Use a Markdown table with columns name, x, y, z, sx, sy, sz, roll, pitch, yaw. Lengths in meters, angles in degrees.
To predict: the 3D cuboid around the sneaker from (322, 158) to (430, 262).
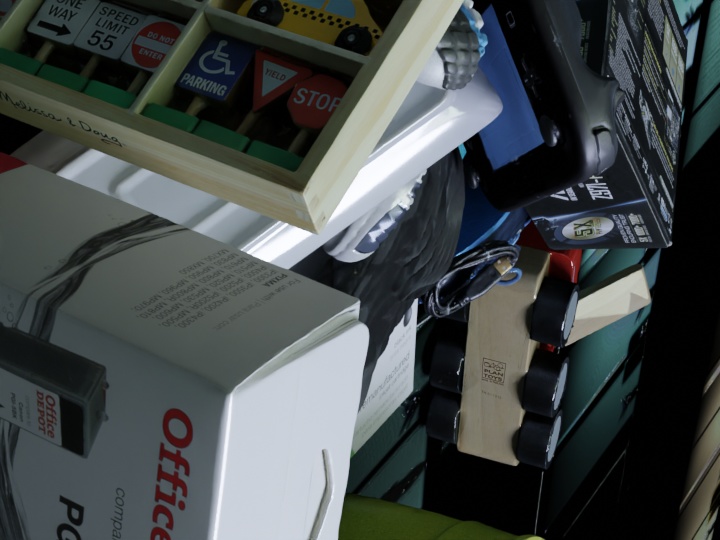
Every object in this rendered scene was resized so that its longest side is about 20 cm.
| name | x | y | z | sx | sy | sz | roll | pitch | yaw |
| --- | --- | --- | --- | --- | --- | --- | --- | --- | --- |
| sneaker | -0.032 | -0.110 | 0.720 | 0.079 | 0.129 | 0.201 | -21 | -123 | 63 |

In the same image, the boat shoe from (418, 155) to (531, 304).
| name | x | y | z | sx | sy | sz | roll | pitch | yaw |
| --- | --- | --- | --- | --- | --- | --- | --- | --- | --- |
| boat shoe | 0.086 | -0.027 | 1.070 | 0.200 | 0.084 | 0.069 | -42 | 133 | -42 |

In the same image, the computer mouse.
| name | x | y | z | sx | sy | sz | roll | pitch | yaw |
| --- | --- | --- | --- | --- | --- | --- | --- | --- | --- |
| computer mouse | 0.024 | 0.055 | 0.982 | 0.200 | 0.034 | 0.059 | -43 | 144 | -1 |

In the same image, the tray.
| name | x | y | z | sx | sy | sz | roll | pitch | yaw |
| --- | --- | --- | --- | --- | --- | --- | --- | --- | --- |
| tray | -0.046 | -0.054 | 0.667 | 0.200 | 0.108 | 0.022 | -36 | -175 | -5 |

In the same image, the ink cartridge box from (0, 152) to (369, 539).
| name | x | y | z | sx | sy | sz | roll | pitch | yaw |
| --- | --- | --- | --- | --- | --- | --- | --- | --- | --- |
| ink cartridge box | -0.109 | 0.054 | 0.587 | 0.083 | 0.199 | 0.148 | -31 | 135 | -53 |

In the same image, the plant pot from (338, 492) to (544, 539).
| name | x | y | z | sx | sy | sz | roll | pitch | yaw |
| --- | --- | --- | --- | --- | --- | --- | --- | --- | --- |
| plant pot | -0.022 | 0.205 | 0.898 | 0.200 | 0.192 | 0.201 | -44 | 145 | -42 |

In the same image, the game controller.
| name | x | y | z | sx | sy | sz | roll | pitch | yaw |
| --- | --- | --- | --- | --- | --- | --- | --- | --- | --- |
| game controller | 0.067 | -0.083 | 0.727 | 0.042 | 0.105 | 0.200 | -30 | -179 | -8 |

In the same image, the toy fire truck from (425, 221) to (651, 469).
| name | x | y | z | sx | sy | sz | roll | pitch | yaw |
| --- | --- | --- | --- | --- | --- | --- | --- | --- | --- |
| toy fire truck | 0.142 | 0.028 | 1.212 | 0.200 | 0.128 | 0.177 | -58 | 156 | -50 |

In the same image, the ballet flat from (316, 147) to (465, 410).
| name | x | y | z | sx | sy | sz | roll | pitch | yaw |
| --- | --- | --- | --- | --- | --- | --- | --- | --- | --- |
| ballet flat | 0.000 | 0.000 | 0.771 | 0.200 | 0.056 | 0.067 | -57 | 135 | -39 |

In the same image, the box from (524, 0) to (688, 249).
| name | x | y | z | sx | sy | sz | roll | pitch | yaw |
| --- | --- | --- | --- | --- | --- | --- | --- | --- | --- |
| box | 0.142 | -0.129 | 1.020 | 0.200 | 0.086 | 0.165 | 49 | 46 | -57 |

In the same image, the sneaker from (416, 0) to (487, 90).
| name | x | y | z | sx | sy | sz | roll | pitch | yaw |
| --- | --- | --- | --- | --- | --- | --- | --- | --- | --- |
| sneaker | -0.039 | -0.104 | 0.624 | 0.075 | 0.200 | 0.087 | 4 | 115 | -55 |

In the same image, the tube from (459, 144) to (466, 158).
| name | x | y | z | sx | sy | sz | roll | pitch | yaw |
| --- | --- | --- | --- | --- | --- | --- | --- | --- | --- |
| tube | 0.064 | -0.120 | 1.006 | 0.078 | 0.050 | 0.201 | 78 | 34 | -49 |

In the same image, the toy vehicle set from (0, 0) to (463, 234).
| name | x | y | z | sx | sy | sz | roll | pitch | yaw |
| --- | --- | --- | --- | --- | --- | --- | --- | --- | --- |
| toy vehicle set | -0.070 | -0.099 | 0.550 | 0.125 | 0.199 | 0.027 | -60 | 156 | -21 |

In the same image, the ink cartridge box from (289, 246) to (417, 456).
| name | x | y | z | sx | sy | sz | roll | pitch | yaw |
| --- | --- | --- | --- | --- | --- | --- | --- | --- | --- |
| ink cartridge box | -0.035 | 0.008 | 0.846 | 0.146 | 0.084 | 0.201 | -43 | 145 | -45 |
